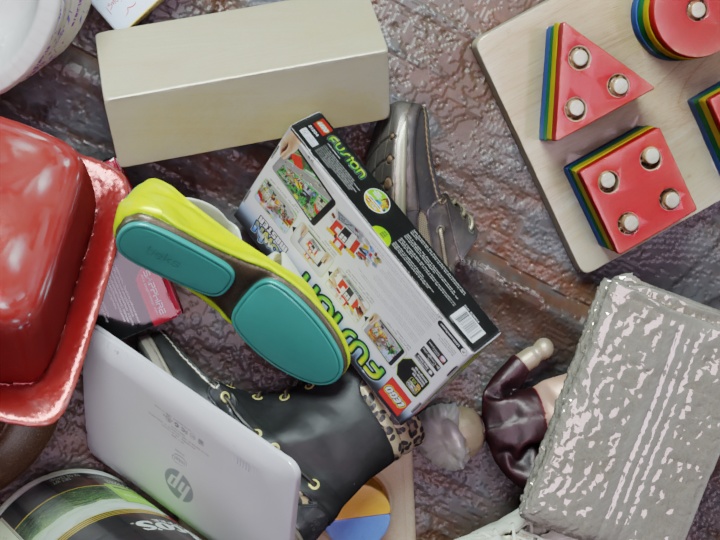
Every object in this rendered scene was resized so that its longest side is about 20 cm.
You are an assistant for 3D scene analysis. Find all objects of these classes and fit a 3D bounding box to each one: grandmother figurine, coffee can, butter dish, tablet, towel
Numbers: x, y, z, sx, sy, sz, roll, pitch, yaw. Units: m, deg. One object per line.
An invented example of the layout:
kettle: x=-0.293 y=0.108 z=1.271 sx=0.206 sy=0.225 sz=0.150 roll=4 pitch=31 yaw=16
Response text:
grandmother figurine: x=0.139 y=0.118 z=1.032 sx=0.197 sy=0.061 sz=0.123 roll=-8 pitch=71 yaw=-4
coffee can: x=-0.168 y=0.231 z=0.905 sx=0.145 sy=0.199 sz=0.149 roll=-5 pitch=99 yaw=-31
butter dish: x=-0.254 y=-0.030 z=0.838 sx=0.197 sy=0.148 sz=0.202 roll=16 pitch=63 yaw=-8
tablet: x=-0.122 y=0.132 z=0.928 sx=0.199 sy=0.014 sz=0.131 roll=31 pitch=134 yaw=26
towel: x=0.207 y=0.112 z=0.994 sx=0.131 sy=0.034 sz=0.202 roll=20 pitch=96 yaw=-8

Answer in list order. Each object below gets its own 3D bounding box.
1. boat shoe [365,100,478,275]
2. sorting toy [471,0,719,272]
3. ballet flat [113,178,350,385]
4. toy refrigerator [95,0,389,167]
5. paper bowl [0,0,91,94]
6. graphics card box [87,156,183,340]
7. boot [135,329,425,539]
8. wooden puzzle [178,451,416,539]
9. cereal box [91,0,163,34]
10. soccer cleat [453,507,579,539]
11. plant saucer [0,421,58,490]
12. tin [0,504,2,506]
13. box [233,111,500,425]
boat shoe: x=0.046 y=-0.027 z=0.998 sx=0.072 sy=0.074 sz=0.203 roll=-6 pitch=106 yaw=-17
sorting toy: x=0.217 y=-0.129 z=1.005 sx=0.198 sy=0.070 sz=0.201 roll=-28 pitch=100 yaw=-4
ballet flat: x=-0.083 y=0.002 z=0.935 sx=0.199 sy=0.067 sz=0.067 roll=35 pitch=125 yaw=-19
toy refrigerator: x=-0.083 y=-0.136 z=0.949 sx=0.197 sy=0.077 sz=0.070 roll=-11 pitch=138 yaw=-8
paper bowl: x=-0.269 y=-0.221 z=0.885 sx=0.198 sy=0.105 sz=0.203 roll=5 pitch=116 yaw=11
graphics card box: x=-0.243 y=0.012 z=0.964 sx=0.198 sy=0.051 sz=0.127 roll=-24 pitch=100 yaw=-6
boot: x=-0.060 y=0.099 z=0.986 sx=0.150 sy=0.073 sz=0.200 roll=-33 pitch=69 yaw=-21
wooden puzzle: x=-0.045 y=0.222 z=1.020 sx=0.182 sy=0.046 sz=0.203 roll=-5 pitch=97 yaw=-8
cereal box: x=-0.185 y=-0.289 z=0.943 sx=0.144 sy=0.040 sz=0.200 roll=-41 pitch=101 yaw=-1
soccer cleat: x=0.108 y=0.221 z=1.018 sx=0.199 sy=0.069 sz=0.078 roll=-38 pitch=125 yaw=-9
plant saucer: x=-0.304 y=0.073 z=0.921 sx=0.197 sy=0.037 sz=0.204 roll=-1 pitch=97 yaw=-6
tin: x=-0.326 y=0.220 z=0.984 sx=0.197 sy=0.042 sz=0.114 roll=13 pitch=90 yaw=-9
box: x=0.000 y=0.000 z=0.940 sx=0.035 sy=0.110 sz=0.201 roll=-31 pitch=78 yaw=-41
